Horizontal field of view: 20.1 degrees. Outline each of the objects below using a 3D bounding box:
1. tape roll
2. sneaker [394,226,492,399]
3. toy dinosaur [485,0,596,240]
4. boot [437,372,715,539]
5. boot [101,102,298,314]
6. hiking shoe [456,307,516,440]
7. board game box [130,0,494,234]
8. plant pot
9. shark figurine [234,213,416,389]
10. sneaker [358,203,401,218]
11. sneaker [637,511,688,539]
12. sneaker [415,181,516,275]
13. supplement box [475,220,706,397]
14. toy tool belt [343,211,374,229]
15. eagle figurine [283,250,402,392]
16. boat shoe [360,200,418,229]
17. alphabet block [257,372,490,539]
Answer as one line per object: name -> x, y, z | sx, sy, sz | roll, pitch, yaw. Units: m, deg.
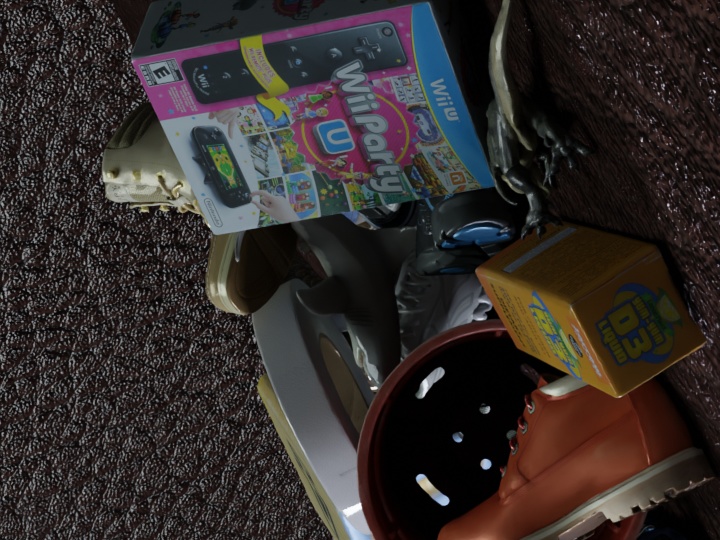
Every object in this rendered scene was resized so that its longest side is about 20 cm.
tape roll -> -0.021, 0.103, 1.536 | 0.203, 0.037, 0.203 | 62, -172, -16
sneaker -> 0.053, 0.035, 1.564 | 0.075, 0.081, 0.201 | 27, 122, 46
toy dinosaur -> 0.098, -0.077, 1.189 | 0.200, 0.047, 0.088 | 81, 166, -59
boot -> 0.120, 0.126, 1.305 | 0.075, 0.199, 0.108 | -3, -115, -62
boot -> -0.125, -0.052, 1.530 | 0.073, 0.155, 0.201 | 53, -140, -50
hiking shoe -> 0.092, 0.078, 1.654 | 0.201, 0.075, 0.101 | 64, 175, -12
board game box -> -0.024, -0.111, 1.286 | 0.064, 0.199, 0.148 | -78, -28, -48
plant pot -> 0.096, 0.128, 1.451 | 0.201, 0.200, 0.195 | 61, -179, -2
shark figurine -> -0.008, -0.021, 1.485 | 0.215, 0.089, 0.129 | 51, -148, -40
sneaker -> 0.022, -0.138, 1.380 | 0.075, 0.087, 0.201 | 25, 135, 19
sneaker -> 0.191, 0.203, 1.458 | 0.090, 0.078, 0.200 | 63, 173, 11
sneaker -> 0.075, -0.045, 1.428 | 0.200, 0.073, 0.082 | 109, 154, -78
supplement box -> 0.133, 0.019, 1.212 | 0.067, 0.069, 0.200 | 60, 171, -11
toy tool belt -> -0.025, -0.094, 1.630 | 0.125, 0.122, 0.200 | 58, 172, 19
eagle figurine -> -0.028, 0.015, 1.732 | 0.151, 0.150, 0.201 | 20, -127, -52
boat shoe -> -0.020, -0.114, 1.506 | 0.091, 0.071, 0.201 | -27, -85, -61
alphabet block -> 0.048, 0.172, 1.858 | 0.200, 0.195, 0.197 | 53, 167, 50
